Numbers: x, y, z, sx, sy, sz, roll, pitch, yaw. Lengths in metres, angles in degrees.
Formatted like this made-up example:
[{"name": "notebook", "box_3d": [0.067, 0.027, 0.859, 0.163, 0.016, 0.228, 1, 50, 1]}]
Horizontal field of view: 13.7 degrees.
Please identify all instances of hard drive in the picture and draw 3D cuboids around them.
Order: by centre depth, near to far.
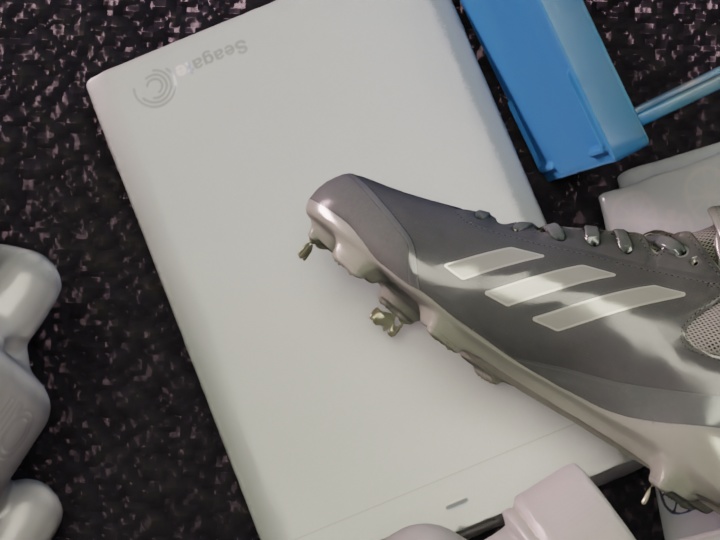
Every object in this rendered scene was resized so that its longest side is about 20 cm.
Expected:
[{"name": "hard drive", "box_3d": [0.000, 0.000, 1.040, 0.132, 0.026, 0.200, -22, 75, 1]}]

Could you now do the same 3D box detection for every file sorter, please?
[{"name": "file sorter", "box_3d": [0.081, -0.148, 0.987, 0.123, 0.139, 0.200, -26, 91, -6]}]

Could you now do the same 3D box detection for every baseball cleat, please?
[{"name": "baseball cleat", "box_3d": [0.082, 0.005, 0.974, 0.200, 0.070, 0.107, 34, 87, 15]}]

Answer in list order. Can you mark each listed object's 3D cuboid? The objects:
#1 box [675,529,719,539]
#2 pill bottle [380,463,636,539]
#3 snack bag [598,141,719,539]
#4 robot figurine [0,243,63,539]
[{"name": "box", "box_3d": [0.038, 0.165, 0.824, 0.200, 0.106, 0.153, -14, 81, 13]}, {"name": "pill bottle", "box_3d": [0.009, 0.151, 0.956, 0.200, 0.111, 0.111, -34, 75, -3]}, {"name": "snack bag", "box_3d": [0.175, 0.032, 0.962, 0.200, 0.021, 0.189, -18, 73, 36]}, {"name": "robot figurine", "box_3d": [-0.182, 0.065, 0.998, 0.170, 0.113, 0.200, 35, 82, -15]}]
